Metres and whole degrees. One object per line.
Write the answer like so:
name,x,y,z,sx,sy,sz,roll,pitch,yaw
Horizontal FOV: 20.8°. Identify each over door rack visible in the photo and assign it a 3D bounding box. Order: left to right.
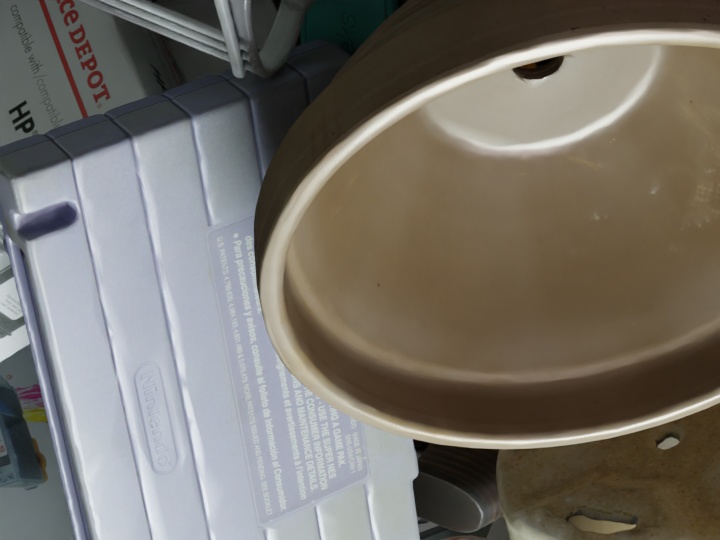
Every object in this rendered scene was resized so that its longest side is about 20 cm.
over door rack,-0.096,-0.136,0.559,0.067,0.147,0.200,-64,163,-11

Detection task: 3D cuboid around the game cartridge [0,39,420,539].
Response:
game cartridge,-0.046,0.032,0.668,0.129,0.038,0.201,-24,122,-27

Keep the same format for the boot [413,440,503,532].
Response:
boot,0.028,0.046,0.933,0.146,0.199,0.071,-42,153,-44

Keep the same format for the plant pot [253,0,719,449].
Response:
plant pot,0.063,-0.036,0.613,0.199,0.093,0.201,-6,142,-5

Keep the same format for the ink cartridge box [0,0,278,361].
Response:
ink cartridge box,-0.121,-0.047,0.701,0.199,0.116,0.068,-31,144,8

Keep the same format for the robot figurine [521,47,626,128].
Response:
robot figurine,0.066,-0.138,0.676,0.058,0.146,0.200,3,145,-4

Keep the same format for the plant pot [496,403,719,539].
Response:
plant pot,0.141,0.128,0.770,0.199,0.201,0.184,-24,119,-1

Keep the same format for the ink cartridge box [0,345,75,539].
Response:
ink cartridge box,-0.159,0.103,0.801,0.144,0.201,0.146,-12,144,-16

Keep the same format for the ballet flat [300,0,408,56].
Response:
ballet flat,0.011,-0.131,0.614,0.073,0.073,0.200,-17,150,-11

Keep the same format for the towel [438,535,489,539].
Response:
towel,-0.038,0.192,0.795,0.190,0.032,0.201,-15,143,-16

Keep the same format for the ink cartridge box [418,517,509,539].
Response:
ink cartridge box,0.027,0.117,0.981,0.199,0.146,0.084,-18,145,-10
